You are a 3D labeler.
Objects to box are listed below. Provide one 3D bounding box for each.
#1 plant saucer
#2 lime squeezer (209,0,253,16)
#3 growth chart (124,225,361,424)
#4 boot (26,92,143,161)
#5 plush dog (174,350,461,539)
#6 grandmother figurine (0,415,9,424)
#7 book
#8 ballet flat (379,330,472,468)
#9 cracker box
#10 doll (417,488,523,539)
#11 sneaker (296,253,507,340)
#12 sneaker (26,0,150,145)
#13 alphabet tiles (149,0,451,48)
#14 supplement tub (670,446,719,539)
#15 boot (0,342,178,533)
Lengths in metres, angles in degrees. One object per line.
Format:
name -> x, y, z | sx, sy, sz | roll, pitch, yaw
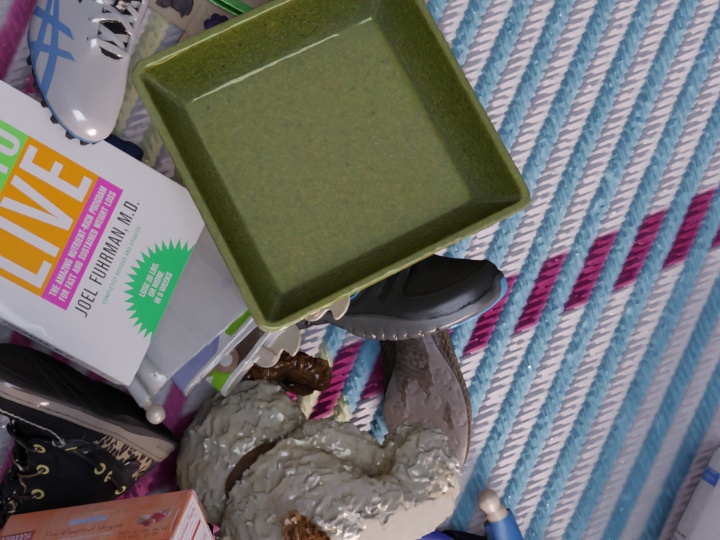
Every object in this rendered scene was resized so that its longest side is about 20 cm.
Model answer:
plant saucer -> -0.021, -0.081, 1.312 | 0.199, 0.048, 0.201 | -26, 78, -12
lime squeezer -> -0.029, -0.125, 1.361 | 0.070, 0.038, 0.201 | -25, 80, -43
growth chart -> -0.097, 0.010, 1.346 | 0.199, 0.018, 0.145 | -36, 74, 6
boot -> -0.218, -0.011, 1.333 | 0.090, 0.073, 0.201 | 24, 85, -20
plush dog -> -0.058, 0.151, 1.363 | 0.201, 0.172, 0.160 | -54, 146, 4
grandmother figurine -> -0.306, 0.104, 1.341 | 0.199, 0.061, 0.122 | -21, 98, -10
book -> -0.209, -0.030, 1.284 | 0.199, 0.048, 0.134 | 29, 75, -24
ballet flat -> 0.038, 0.053, 1.429 | 0.067, 0.046, 0.202 | -12, 105, 18
cracker box -> -0.142, 0.244, 1.288 | 0.133, 0.058, 0.201 | -10, 116, 18
doll -> 0.069, 0.222, 1.460 | 0.199, 0.048, 0.138 | 19, 95, -16
sneaker -> 0.000, 0.000, 1.357 | 0.198, 0.073, 0.083 | -2, 105, 17
sneaker -> -0.164, -0.178, 1.286 | 0.072, 0.072, 0.202 | 23, 62, -38
alphabet tiles -> -0.041, -0.171, 1.393 | 0.199, 0.006, 0.167 | 33, 90, -17
supplement tub -> 0.279, 0.243, 1.474 | 0.131, 0.132, 0.201 | 26, 93, -16
boot -> -0.222, 0.136, 1.323 | 0.151, 0.073, 0.200 | -51, 150, 5
